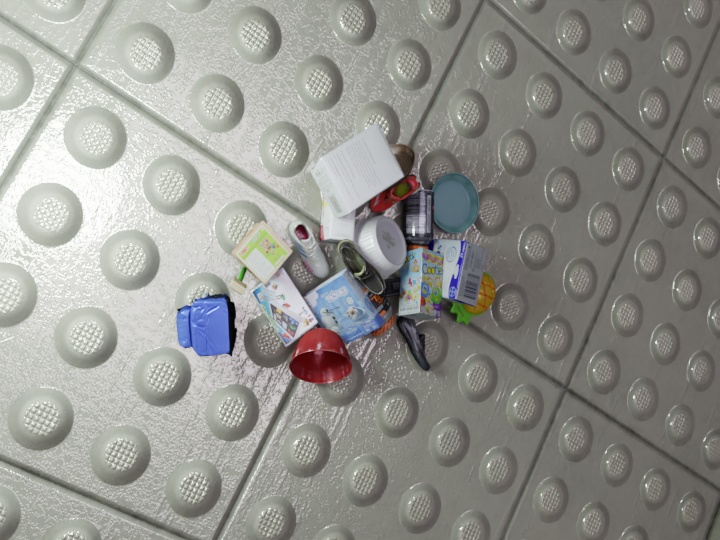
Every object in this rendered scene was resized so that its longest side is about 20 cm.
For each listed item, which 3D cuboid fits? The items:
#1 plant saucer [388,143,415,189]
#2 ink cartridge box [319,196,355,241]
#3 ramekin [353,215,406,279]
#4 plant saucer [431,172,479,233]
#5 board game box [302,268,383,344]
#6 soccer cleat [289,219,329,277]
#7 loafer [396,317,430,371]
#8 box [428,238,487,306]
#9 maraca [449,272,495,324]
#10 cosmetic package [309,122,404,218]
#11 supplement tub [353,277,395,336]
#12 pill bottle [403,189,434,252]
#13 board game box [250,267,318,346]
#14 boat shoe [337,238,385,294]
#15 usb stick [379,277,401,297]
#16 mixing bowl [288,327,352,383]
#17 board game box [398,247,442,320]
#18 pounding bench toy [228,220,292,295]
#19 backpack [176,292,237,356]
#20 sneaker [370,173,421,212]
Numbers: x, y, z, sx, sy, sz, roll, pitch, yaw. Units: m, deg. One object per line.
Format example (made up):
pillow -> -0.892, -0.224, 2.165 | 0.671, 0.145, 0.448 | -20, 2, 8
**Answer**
plant saucer -> 0.087, -0.323, 1.705 | 0.200, 0.199, 0.035 | -44, 135, -11
ink cartridge box -> -0.069, -0.194, 1.663 | 0.080, 0.145, 0.209 | 5, 89, -17
ramekin -> 0.065, -0.077, 1.685 | 0.199, 0.092, 0.210 | 25, 55, -42
plant saucer -> 0.319, -0.232, 1.851 | 0.192, 0.036, 0.209 | -1, 92, -18
board game box -> -0.058, 0.123, 1.656 | 0.202, 0.197, 0.044 | 53, 36, -10
soccer cleat -> -0.159, -0.064, 1.665 | 0.069, 0.086, 0.204 | -34, 102, -14
loafer -> 0.192, 0.241, 1.799 | 0.069, 0.068, 0.206 | -28, 96, -6
box -> 0.301, 0.004, 1.756 | 0.102, 0.198, 0.192 | 15, 86, -30
maraca -> 0.388, 0.095, 1.843 | 0.199, 0.107, 0.139 | -41, 103, -13
cosmetic package -> -0.013, -0.277, 1.517 | 0.197, 0.167, 0.170 | -33, 98, -14
supplement tub -> 0.019, 0.102, 1.710 | 0.122, 0.122, 0.202 | -40, 103, -13
pill bottle -> 0.192, -0.159, 1.773 | 0.102, 0.106, 0.209 | 1, 91, -18
board game box -> -0.234, 0.112, 1.646 | 0.124, 0.035, 0.204 | -34, 92, -7
boat shoe -> 0.000, -0.001, 1.593 | 0.071, 0.066, 0.203 | -35, 103, 15
usb stick -> 0.116, 0.053, 1.736 | 0.197, 0.032, 0.058 | -4, 85, -54
mixing bowl -> -0.120, 0.251, 1.649 | 0.193, 0.202, 0.112 | 13, 49, -18
board game box -> 0.194, 0.047, 1.714 | 0.100, 0.103, 0.209 | 14, 73, -36
pounding bench toy -> -0.318, -0.025, 1.575 | 0.124, 0.155, 0.202 | 43, 79, -15
backpack -> -0.431, 0.144, 1.520 | 0.161, 0.200, 0.170 | 2, 93, -8
sneaker -> 0.102, -0.247, 1.709 | 0.196, 0.085, 0.079 | -29, 96, 30
